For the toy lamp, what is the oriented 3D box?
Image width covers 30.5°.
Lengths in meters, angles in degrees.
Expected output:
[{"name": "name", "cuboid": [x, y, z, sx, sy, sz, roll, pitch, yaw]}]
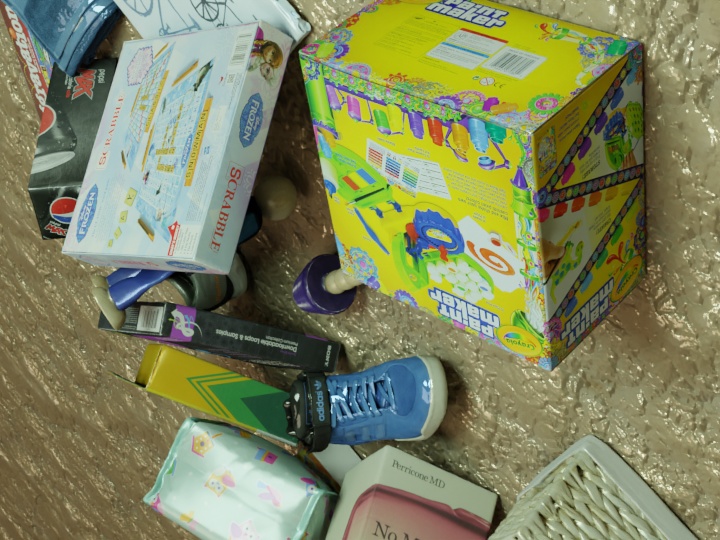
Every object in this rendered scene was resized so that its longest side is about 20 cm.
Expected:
[{"name": "toy lamp", "cuboid": [0.000, 0.000, 1.156, 0.059, 0.058, 0.199, 56, 146, -7]}]

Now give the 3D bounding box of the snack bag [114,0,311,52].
[{"name": "snack bag", "cuboid": [-0.138, -0.232, 1.134, 0.189, 0.021, 0.200, 51, 146, 1]}]

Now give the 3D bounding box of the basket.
[{"name": "basket", "cuboid": [0.199, 0.263, 1.091, 0.200, 0.123, 0.136, 48, 148, 9]}]

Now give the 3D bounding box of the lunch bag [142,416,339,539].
[{"name": "lunch bag", "cuboid": [-0.104, 0.238, 1.355, 0.169, 0.123, 0.200, 27, 175, 16]}]

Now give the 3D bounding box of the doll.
[{"name": "doll", "cuboid": [-0.147, -0.027, 1.186, 0.049, 0.199, 0.137, 58, 179, -20]}]

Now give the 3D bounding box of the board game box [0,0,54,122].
[{"name": "board game box", "cuboid": [-0.330, -0.213, 1.409, 0.102, 0.019, 0.202, 25, 140, 40]}]

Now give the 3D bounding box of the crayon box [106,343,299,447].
[{"name": "crayon box", "cuboid": [-0.160, 0.122, 1.374, 0.198, 0.051, 0.127, 22, 172, -15]}]

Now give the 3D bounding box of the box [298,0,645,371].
[{"name": "box", "cuboid": [0.080, -0.070, 0.911, 0.199, 0.122, 0.194, 25, 140, 36]}]

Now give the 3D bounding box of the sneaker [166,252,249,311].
[{"name": "sneaker", "cuboid": [-0.199, -0.042, 1.353, 0.201, 0.079, 0.074, 51, 151, 5]}]

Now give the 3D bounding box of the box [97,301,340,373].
[{"name": "box", "cuboid": [-0.139, 0.065, 1.298, 0.142, 0.198, 0.037, 0, 79, 55]}]

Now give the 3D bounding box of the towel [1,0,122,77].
[{"name": "towel", "cuboid": [-0.313, -0.293, 1.259, 0.200, 0.048, 0.112, 50, 133, 5]}]

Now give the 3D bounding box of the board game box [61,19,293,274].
[{"name": "board game box", "cuboid": [-0.156, -0.100, 1.102, 0.041, 0.202, 0.198, 24, 167, -41]}]

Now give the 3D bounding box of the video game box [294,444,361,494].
[{"name": "video game box", "cuboid": [-0.012, 0.283, 1.470, 0.200, 0.047, 0.182, 49, 147, 5]}]

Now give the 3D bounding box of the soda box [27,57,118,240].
[{"name": "soda box", "cuboid": [-0.267, -0.120, 1.259, 0.201, 0.070, 0.064, -95, 1, -47]}]

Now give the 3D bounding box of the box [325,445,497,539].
[{"name": "box", "cuboid": [0.033, 0.288, 1.235, 0.127, 0.202, 0.109, 24, 151, -12]}]

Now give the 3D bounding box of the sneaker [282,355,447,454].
[{"name": "sneaker", "cuboid": [-0.005, 0.125, 1.221, 0.200, 0.110, 0.078, 154, 114, -62]}]
